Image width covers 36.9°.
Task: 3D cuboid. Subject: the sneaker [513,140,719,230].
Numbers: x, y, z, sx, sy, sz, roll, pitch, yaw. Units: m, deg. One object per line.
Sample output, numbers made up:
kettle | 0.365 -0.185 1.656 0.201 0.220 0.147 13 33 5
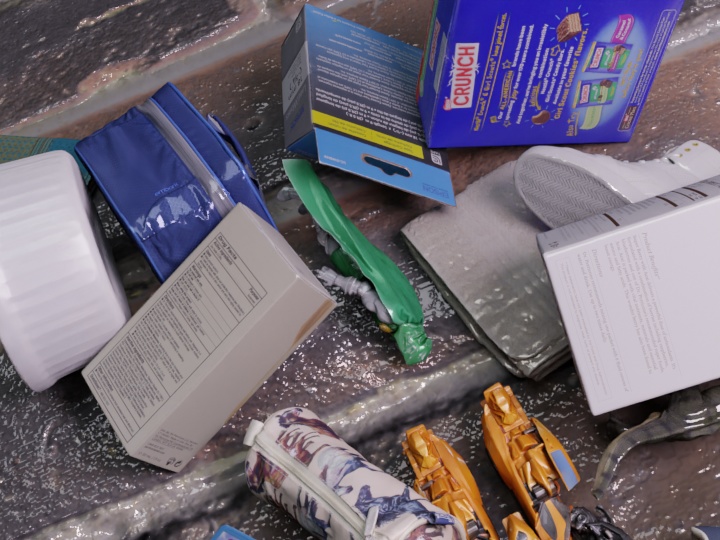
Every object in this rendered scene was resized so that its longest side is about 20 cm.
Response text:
sneaker | 0.232 -0.069 0.905 0.197 0.074 0.116 26 46 10

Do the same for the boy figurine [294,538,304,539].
boy figurine | -0.025 0.292 0.742 0.123 0.065 0.201 -25 50 -10

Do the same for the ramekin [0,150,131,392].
ramekin | -0.270 -0.006 0.943 0.096 0.202 0.202 -19 52 -9

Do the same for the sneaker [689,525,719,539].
sneaker | 0.225 0.256 0.701 0.089 0.067 0.202 13 59 32

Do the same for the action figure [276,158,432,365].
action figure | 0.000 0.000 0.932 0.055 0.118 0.201 -43 61 12

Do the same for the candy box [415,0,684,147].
candy box | 0.157 -0.195 0.936 0.196 0.171 0.078 -3 49 -12

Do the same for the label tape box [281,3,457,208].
label tape box | 0.003 -0.134 0.988 0.142 0.063 0.203 16 48 -25

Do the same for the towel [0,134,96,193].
towel | -0.368 -0.083 1.133 0.197 0.022 0.148 6 56 22

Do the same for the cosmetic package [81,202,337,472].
cosmetic package | -0.126 0.057 0.895 0.200 0.071 0.105 -45 56 6

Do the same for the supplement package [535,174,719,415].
supplement package | 0.239 0.006 0.779 0.197 0.120 0.123 -18 95 9

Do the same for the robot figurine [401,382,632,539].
robot figurine | 0.111 0.188 0.779 0.143 0.059 0.201 -28 53 -1

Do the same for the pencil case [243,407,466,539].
pencil case | -0.010 0.170 0.783 0.078 0.090 0.199 -50 40 -11

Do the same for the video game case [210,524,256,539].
video game case | -0.093 0.265 0.678 0.141 0.018 0.200 18 48 31

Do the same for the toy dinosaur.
toy dinosaur | 0.229 0.106 0.797 0.197 0.048 0.088 -21 18 -19

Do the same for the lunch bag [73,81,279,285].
lunch bag | -0.162 -0.075 0.995 0.131 0.137 0.200 -34 52 -10

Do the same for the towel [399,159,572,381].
towel | 0.136 -0.003 0.925 0.131 0.035 0.201 -30 52 -8
